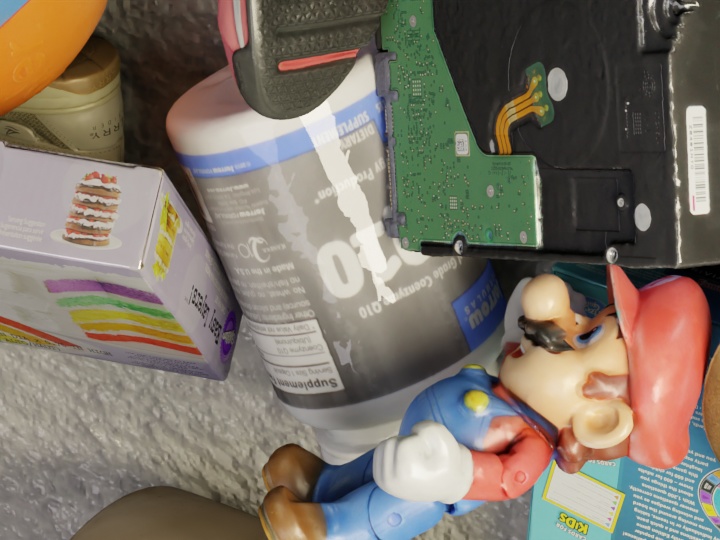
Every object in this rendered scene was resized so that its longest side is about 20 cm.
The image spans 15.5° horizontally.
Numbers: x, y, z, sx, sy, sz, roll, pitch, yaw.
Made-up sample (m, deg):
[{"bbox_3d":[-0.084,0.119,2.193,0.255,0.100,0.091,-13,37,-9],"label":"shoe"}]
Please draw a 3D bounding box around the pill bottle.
[{"bbox_3d":[0.000,0.000,1.181,0.114,0.114,0.200,-8,113,36],"label":"pill bottle"}]

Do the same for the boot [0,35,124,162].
[{"bbox_3d":[-0.196,-0.044,1.313,0.200,0.073,0.156,6,122,25],"label":"boot"}]

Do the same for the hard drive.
[{"bbox_3d":[0.073,-0.073,1.037,0.200,0.038,0.140,2,97,58],"label":"hard drive"}]

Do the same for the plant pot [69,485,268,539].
[{"bbox_3d":[-0.068,0.200,1.319,0.173,0.200,0.200,36,133,31],"label":"plant pot"}]

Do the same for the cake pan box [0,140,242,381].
[{"bbox_3d":[-0.165,-0.011,1.177,0.200,0.052,0.184,10,163,10],"label":"cake pan box"}]

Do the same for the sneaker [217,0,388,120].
[{"bbox_3d":[-0.041,-0.162,1.098,0.087,0.074,0.201,1,95,54],"label":"sneaker"}]

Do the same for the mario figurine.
[{"bbox_3d":[0.048,0.048,1.081,0.200,0.124,0.106,-27,139,6],"label":"mario figurine"}]

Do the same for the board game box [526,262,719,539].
[{"bbox_3d":[0.154,0.093,1.184,0.151,0.047,0.200,19,127,23],"label":"board game box"}]

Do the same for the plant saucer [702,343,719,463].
[{"bbox_3d":[0.237,0.059,1.049,0.200,0.035,0.200,0,137,0],"label":"plant saucer"}]

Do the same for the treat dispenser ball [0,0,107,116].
[{"bbox_3d":[-0.204,-0.157,1.157,0.201,0.201,0.201,16,125,24],"label":"treat dispenser ball"}]
